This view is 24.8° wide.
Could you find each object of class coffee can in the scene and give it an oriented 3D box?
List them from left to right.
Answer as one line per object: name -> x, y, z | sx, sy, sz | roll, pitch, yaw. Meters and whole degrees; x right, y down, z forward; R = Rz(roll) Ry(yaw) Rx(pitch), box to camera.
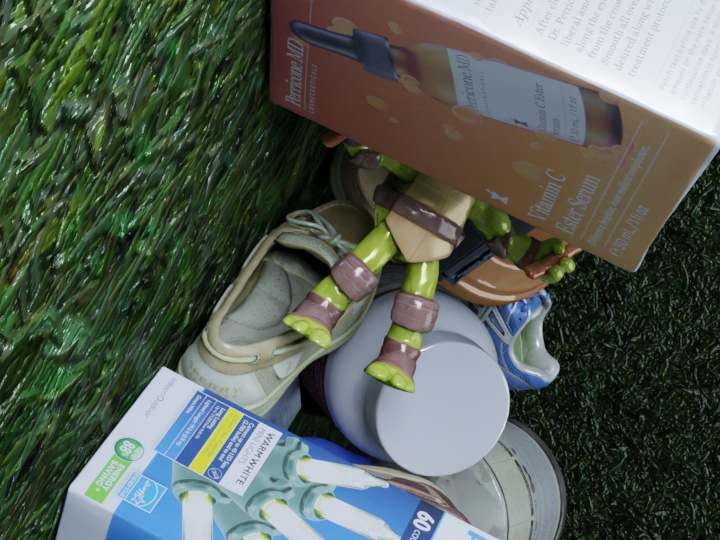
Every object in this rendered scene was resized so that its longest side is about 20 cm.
coffee can -> 0.067, 0.185, 1.265 | 0.147, 0.146, 0.200 | -64, 162, 6

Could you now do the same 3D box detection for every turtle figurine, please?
turtle figurine -> 0.023, -0.027, 0.875 | 0.161, 0.200, 0.064 | -59, -156, -2

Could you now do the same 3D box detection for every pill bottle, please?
pill bottle -> 0.020, 0.056, 1.049 | 0.112, 0.112, 0.200 | -64, -158, 7

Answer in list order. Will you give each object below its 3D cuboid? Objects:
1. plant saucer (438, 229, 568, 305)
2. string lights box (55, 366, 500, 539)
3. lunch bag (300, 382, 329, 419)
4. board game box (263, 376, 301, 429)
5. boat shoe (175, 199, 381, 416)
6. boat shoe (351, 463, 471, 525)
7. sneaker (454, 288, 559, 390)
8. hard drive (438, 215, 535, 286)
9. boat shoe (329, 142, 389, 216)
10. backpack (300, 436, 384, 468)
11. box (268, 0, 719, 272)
plant saucer -> 0.097, -0.076, 1.167 | 0.037, 0.200, 0.200 | -10, -140, 48
string lights box -> -0.042, 0.141, 0.832 | 0.103, 0.200, 0.059 | -57, 171, -48
lunch bag -> 0.033, 0.026, 1.344 | 0.164, 0.117, 0.200 | 103, 10, -70
board game box -> -0.102, 0.143, 1.042 | 0.199, 0.043, 0.200 | -60, 173, -15
boat shoe -> -0.038, 0.011, 0.937 | 0.201, 0.073, 0.063 | -45, 165, -47
boat shoe -> -0.031, 0.136, 0.918 | 0.072, 0.200, 0.072 | -171, -87, -71
sneaker -> 0.105, 0.002, 1.230 | 0.076, 0.077, 0.200 | -40, 127, -40
hard drive -> 0.131, -0.081, 1.079 | 0.200, 0.038, 0.140 | -48, -175, -36
boat shoe -> 0.066, -0.101, 1.069 | 0.200, 0.074, 0.069 | -40, -159, -26
backpack -> -0.012, 0.198, 1.062 | 0.200, 0.168, 0.163 | 94, 16, -69
box -> 0.070, -0.109, 0.735 | 0.106, 0.200, 0.152 | -63, 173, -20
